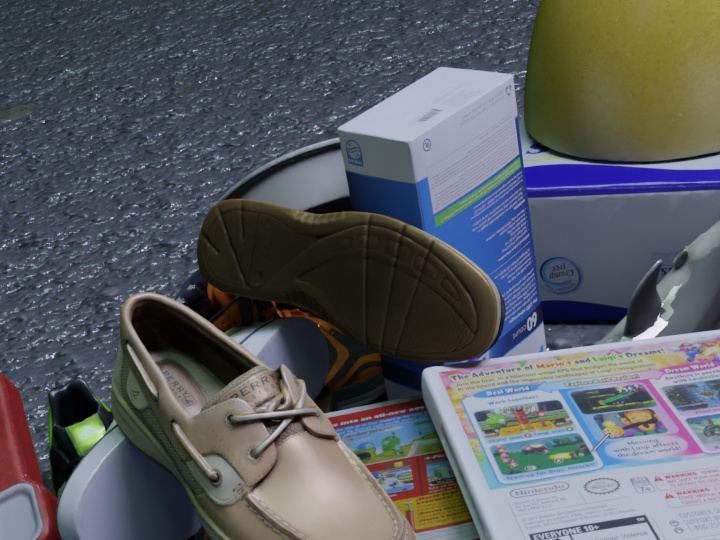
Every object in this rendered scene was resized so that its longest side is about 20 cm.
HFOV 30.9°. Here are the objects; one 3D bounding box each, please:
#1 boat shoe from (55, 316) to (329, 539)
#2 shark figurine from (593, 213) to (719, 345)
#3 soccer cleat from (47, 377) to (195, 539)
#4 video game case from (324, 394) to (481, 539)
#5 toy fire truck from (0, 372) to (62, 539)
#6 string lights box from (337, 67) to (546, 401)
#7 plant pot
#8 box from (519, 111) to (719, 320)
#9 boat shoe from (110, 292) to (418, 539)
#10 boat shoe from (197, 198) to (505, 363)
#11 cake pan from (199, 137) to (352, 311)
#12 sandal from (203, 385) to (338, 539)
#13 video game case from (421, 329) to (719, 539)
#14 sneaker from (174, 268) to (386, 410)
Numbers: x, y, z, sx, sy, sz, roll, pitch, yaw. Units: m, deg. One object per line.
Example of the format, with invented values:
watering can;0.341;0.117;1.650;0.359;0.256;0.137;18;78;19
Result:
boat shoe;-0.100;0.087;0.716;0.069;0.071;0.200;-2;29;40
shark figurine;0.215;0.021;0.783;0.089;0.215;0.128;43;16;15
soccer cleat;-0.144;0.130;0.740;0.067;0.082;0.200;-21;28;-18
video game case;0.023;0.119;0.616;0.142;0.018;0.200;-12;25;4
toy fire truck;-0.273;0.141;0.744;0.199;0.112;0.168;-28;47;-2
string lights box;0.055;-0.010;0.794;0.059;0.201;0.103;14;36;40
plant pot;0.203;-0.181;0.896;0.198;0.143;0.200;-9;26;5
box;0.203;-0.057;0.932;0.182;0.106;0.200;-1;29;21
boat shoe;-0.052;0.078;0.600;0.199;0.065;0.071;31;43;34
boat shoe;0.000;0.000;0.725;0.199;0.074;0.065;20;10;33
cake pan;-0.009;-0.020;0.884;0.199;0.201;0.037;-14;63;-4
sandal;-0.047;0.137;0.719;0.080;0.054;0.200;-19;28;12
video game case;0.143;0.084;0.605;0.198;0.024;0.182;-7;25;-7
sneaker;-0.043;0.038;0.841;0.199;0.113;0.077;-28;31;-28
